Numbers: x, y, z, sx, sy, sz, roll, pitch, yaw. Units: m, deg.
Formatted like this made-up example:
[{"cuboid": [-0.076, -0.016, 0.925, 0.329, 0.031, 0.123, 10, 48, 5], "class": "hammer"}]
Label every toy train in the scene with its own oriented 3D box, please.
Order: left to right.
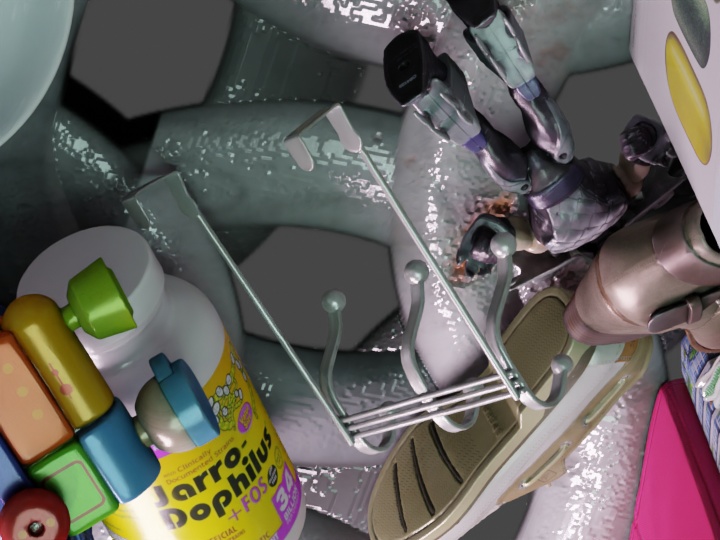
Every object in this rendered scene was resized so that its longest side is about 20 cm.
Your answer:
[{"cuboid": [-0.159, 0.030, 1.411, 0.116, 0.085, 0.200, -31, 109, -1], "class": "toy train"}]

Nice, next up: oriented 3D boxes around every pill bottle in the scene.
[{"cuboid": [-0.106, 0.073, 1.538, 0.104, 0.104, 0.200, -21, 130, 4], "class": "pill bottle"}]

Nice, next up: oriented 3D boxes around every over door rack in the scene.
[{"cuboid": [0.000, 0.000, 1.507, 0.148, 0.067, 0.200, -19, 120, 47], "class": "over door rack"}]

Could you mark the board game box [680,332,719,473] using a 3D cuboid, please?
[{"cuboid": [0.284, 0.070, 1.554, 0.200, 0.200, 0.062, -11, 124, -3], "class": "board game box"}]

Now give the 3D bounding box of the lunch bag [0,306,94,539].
[{"cuboid": [-0.216, 0.122, 1.545, 0.136, 0.132, 0.200, -17, 124, 1], "class": "lunch bag"}]

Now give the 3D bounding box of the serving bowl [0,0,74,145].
[{"cuboid": [-0.234, -0.138, 1.377, 0.200, 0.066, 0.200, 1, 89, -34], "class": "serving bowl"}]

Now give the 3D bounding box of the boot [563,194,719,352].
[{"cuboid": [0.199, -0.009, 1.498, 0.200, 0.070, 0.146, -18, 169, -33], "class": "boot"}]

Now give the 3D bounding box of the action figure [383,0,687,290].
[{"cuboid": [0.089, -0.056, 1.521, 0.130, 0.069, 0.200, -39, 125, 4], "class": "action figure"}]

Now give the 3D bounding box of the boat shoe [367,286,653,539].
[{"cuboid": [0.081, 0.093, 1.608, 0.068, 0.075, 0.200, 17, 131, -34], "class": "boat shoe"}]

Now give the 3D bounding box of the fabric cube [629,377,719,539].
[{"cuboid": [0.262, 0.193, 1.631, 0.196, 0.199, 0.200, 1, 122, -8], "class": "fabric cube"}]

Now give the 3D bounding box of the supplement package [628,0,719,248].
[{"cuboid": [0.225, -0.126, 1.417, 0.151, 0.200, 0.152, -3, 122, -8], "class": "supplement package"}]

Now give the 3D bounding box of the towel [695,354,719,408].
[{"cuboid": [0.269, -0.007, 1.506, 0.200, 0.031, 0.149, -33, 168, -26], "class": "towel"}]
